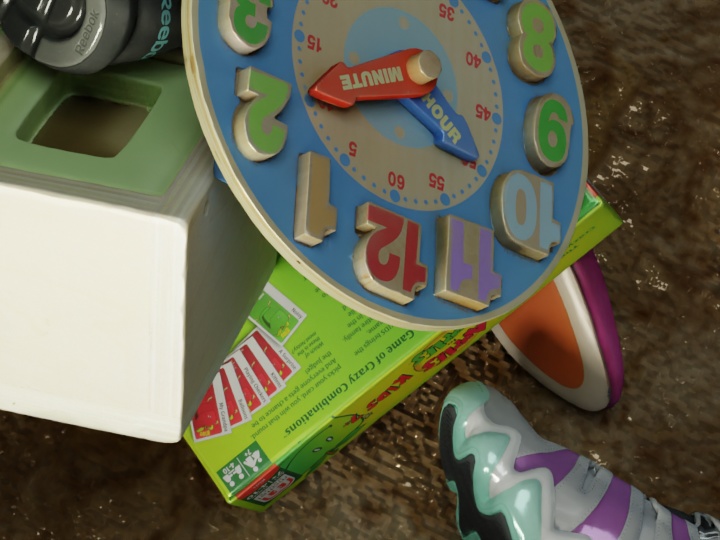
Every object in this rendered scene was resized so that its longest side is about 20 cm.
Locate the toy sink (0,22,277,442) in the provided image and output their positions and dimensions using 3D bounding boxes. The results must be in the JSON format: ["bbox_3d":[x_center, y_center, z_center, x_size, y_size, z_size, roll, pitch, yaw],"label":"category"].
[{"bbox_3d":[-0.143,-0.031,1.072,0.199,0.112,0.130,11,34,12],"label":"toy sink"}]

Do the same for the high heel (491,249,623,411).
[{"bbox_3d":[0.087,-0.037,1.210,0.096,0.067,0.201,-18,81,-41],"label":"high heel"}]

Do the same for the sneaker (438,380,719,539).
[{"bbox_3d":[0.130,0.114,1.139,0.140,0.078,0.200,-27,78,-17],"label":"sneaker"}]

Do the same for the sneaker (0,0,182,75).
[{"bbox_3d":[-0.135,-0.148,1.090,0.079,0.076,0.200,-8,50,-46],"label":"sneaker"}]

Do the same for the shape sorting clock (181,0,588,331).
[{"bbox_3d":[0.015,-0.075,1.046,0.200,0.039,0.201,12,71,-37],"label":"shape sorting clock"}]

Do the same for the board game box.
[{"bbox_3d":[0.000,0.000,1.149,0.200,0.048,0.102,-39,73,7],"label":"board game box"}]
